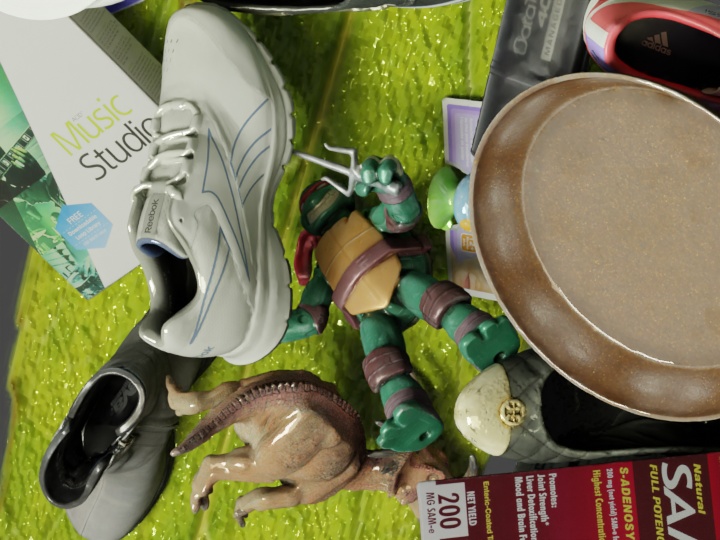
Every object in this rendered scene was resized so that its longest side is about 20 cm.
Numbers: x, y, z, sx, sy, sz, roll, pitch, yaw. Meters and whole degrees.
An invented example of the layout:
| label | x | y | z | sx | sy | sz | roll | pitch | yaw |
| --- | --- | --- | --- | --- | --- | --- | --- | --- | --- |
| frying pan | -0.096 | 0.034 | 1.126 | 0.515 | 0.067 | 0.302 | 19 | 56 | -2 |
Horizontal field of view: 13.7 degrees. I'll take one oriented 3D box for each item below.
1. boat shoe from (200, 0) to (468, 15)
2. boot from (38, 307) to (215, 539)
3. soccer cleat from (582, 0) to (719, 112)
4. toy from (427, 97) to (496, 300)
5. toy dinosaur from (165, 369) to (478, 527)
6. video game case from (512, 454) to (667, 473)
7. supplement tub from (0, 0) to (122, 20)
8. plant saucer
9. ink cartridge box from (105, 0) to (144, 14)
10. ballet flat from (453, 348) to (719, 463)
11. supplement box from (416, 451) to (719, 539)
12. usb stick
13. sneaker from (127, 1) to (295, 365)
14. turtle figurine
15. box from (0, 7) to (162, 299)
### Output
| label | x | y | z | sx | sy | sz | roll | pitch | yaw |
| --- | --- | --- | --- | --- | --- | --- | --- | --- | --- |
| boat shoe | -0.002 | -0.168 | 1.634 | 0.199 | 0.057 | 0.069 | -2 | 114 | 27 |
| boot | -0.158 | 0.108 | 1.807 | 0.070 | 0.132 | 0.200 | 28 | 124 | 9 |
| soccer cleat | 0.211 | -0.099 | 1.536 | 0.199 | 0.073 | 0.068 | 16 | 108 | -1 |
| toy | 0.121 | -0.024 | 1.632 | 0.200 | 0.047 | 0.116 | 11 | 112 | 35 |
| toy dinosaur | -0.027 | 0.092 | 1.731 | 0.135 | 0.200 | 0.086 | -15 | 66 | 28 |
| video game case | 0.158 | 0.170 | 1.670 | 0.182 | 0.200 | 0.023 | 19 | 162 | 16 |
| supplement tub | -0.133 | -0.224 | 1.580 | 0.144 | 0.200 | 0.145 | 11 | 119 | 20 |
| plant saucer | 0.149 | -0.017 | 1.544 | 0.200 | 0.034 | 0.201 | 20 | 129 | 27 |
| ink cartridge box | -0.251 | -0.208 | 1.742 | 0.198 | 0.043 | 0.200 | -19 | 107 | 32 |
| ballet flat | 0.148 | 0.072 | 1.631 | 0.199 | 0.057 | 0.067 | -1 | 93 | -15 |
| supplement box | 0.135 | 0.163 | 1.631 | 0.199 | 0.109 | 0.061 | -7 | 157 | 5 |
| usb stick | 0.103 | -0.142 | 1.584 | 0.055 | 0.033 | 0.201 | 21 | 107 | 27 |
| sneaker | -0.085 | -0.047 | 1.637 | 0.074 | 0.087 | 0.201 | -6 | 88 | 41 |
| turtle figurine | 0.000 | 0.000 | 1.682 | 0.200 | 0.101 | 0.150 | 50 | 122 | 32 |
| box | -0.178 | -0.088 | 1.749 | 0.144 | 0.036 | 0.200 | -33 | 109 | 34 |
